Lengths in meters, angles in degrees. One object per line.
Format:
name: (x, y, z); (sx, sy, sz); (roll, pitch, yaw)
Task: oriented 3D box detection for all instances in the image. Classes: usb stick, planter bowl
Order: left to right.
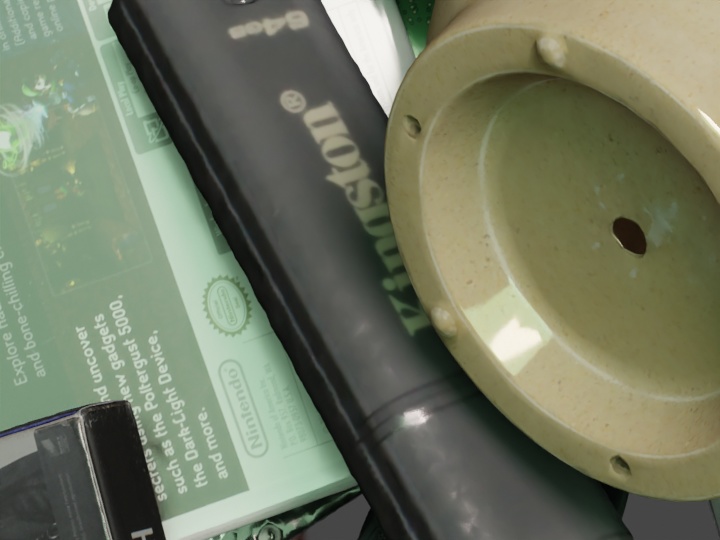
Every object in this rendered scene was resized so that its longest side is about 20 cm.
usb stick: (0.000, 0.000, 0.715); (0.055, 0.033, 0.201); (-21, 68, -22)
planter bowl: (0.090, -0.031, 0.664); (0.135, 0.200, 0.201); (-34, 87, -36)

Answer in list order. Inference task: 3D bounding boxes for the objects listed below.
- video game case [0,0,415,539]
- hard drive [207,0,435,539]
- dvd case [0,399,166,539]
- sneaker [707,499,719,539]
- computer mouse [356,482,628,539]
video game case: (-0.070, -0.025, 0.769); (0.181, 0.023, 0.201); (-19, 87, -5)
hard drive: (-0.009, -0.014, 0.800); (0.200, 0.038, 0.140); (-33, 88, -4)
dvd case: (-0.118, 0.128, 0.731); (0.199, 0.025, 0.151); (-18, 85, 36)
sneaker: (0.144, 0.104, 0.784); (0.078, 0.080, 0.201); (-16, 61, -7)
computer mouse: (0.012, 0.095, 0.704); (0.058, 0.034, 0.200); (30, 59, 3)
